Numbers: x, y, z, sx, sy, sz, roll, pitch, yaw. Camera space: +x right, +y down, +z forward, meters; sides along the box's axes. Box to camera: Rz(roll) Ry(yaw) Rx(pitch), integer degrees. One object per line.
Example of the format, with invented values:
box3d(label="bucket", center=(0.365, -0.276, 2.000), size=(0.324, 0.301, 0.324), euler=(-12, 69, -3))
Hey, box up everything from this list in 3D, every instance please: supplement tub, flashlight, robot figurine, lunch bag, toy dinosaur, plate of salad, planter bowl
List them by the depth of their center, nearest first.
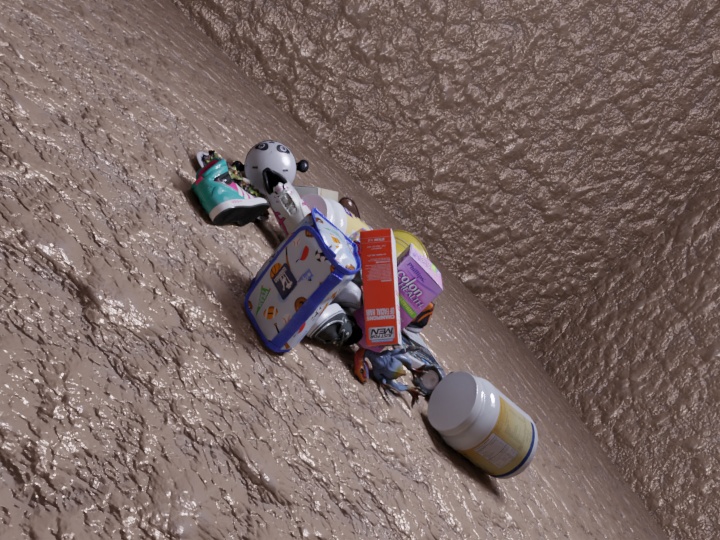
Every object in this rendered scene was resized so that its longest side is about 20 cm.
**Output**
box3d(label="lunch bag", center=(-0.088, 0.015, 0.982), size=(0.123, 0.170, 0.201), euler=(38, 14, -18))
box3d(label="toy dinosaur", center=(0.043, 0.190, 1.195), size=(0.180, 0.107, 0.199), euler=(28, -17, -26))
box3d(label="supplement tub", center=(0.237, 0.299, 1.250), size=(0.199, 0.144, 0.145), euler=(40, 13, -28))
box3d(label="plate of salad", center=(-0.262, -0.185, 1.357), size=(0.200, 0.048, 0.200), euler=(44, 12, -12))
box3d(label="supplement tub", center=(-0.064, -0.071, 1.431), size=(0.199, 0.145, 0.146), euler=(33, 17, -50))
box3d(label="flashlight", center=(0.186, 0.248, 1.439), size=(0.068, 0.068, 0.199), euler=(56, 15, 24))
box3d(label="robot figurine", center=(-0.210, -0.243, 1.502), size=(0.125, 0.150, 0.200), euler=(50, 2, -13))
box3d(label="planter bowl", center=(0.064, 0.002, 1.547), size=(0.083, 0.201, 0.201), euler=(1, 43, -54))

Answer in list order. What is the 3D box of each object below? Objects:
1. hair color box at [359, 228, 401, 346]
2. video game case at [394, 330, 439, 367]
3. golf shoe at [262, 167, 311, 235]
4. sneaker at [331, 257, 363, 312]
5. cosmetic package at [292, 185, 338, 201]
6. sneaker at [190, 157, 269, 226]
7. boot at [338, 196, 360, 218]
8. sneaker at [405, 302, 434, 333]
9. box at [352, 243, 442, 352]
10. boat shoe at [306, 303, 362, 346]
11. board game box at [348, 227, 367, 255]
box3d(label="hair color box", center=(0.038, 0.036, 1.174), size=(0.111, 0.062, 0.205), euler=(52, 33, -80))
box3d(label="video game case", center=(0.119, 0.178, 1.551), size=(0.199, 0.023, 0.183), euler=(35, 16, -48))
box3d(label="golf shoe", center=(-0.153, -0.133, 1.329), size=(0.201, 0.072, 0.092), euler=(52, -2, 37))
box3d(label="sneaker", center=(-0.029, 0.013, 1.209), size=(0.073, 0.118, 0.200), euler=(10, -10, -5))
box3d(label="cosmetic package", center=(-0.115, -0.153, 1.598), size=(0.071, 0.106, 0.200), euler=(5, 6, 11))
box3d(label="sneaker", center=(-0.250, -0.149, 1.204), size=(0.122, 0.083, 0.200), euler=(56, 13, 5))
box3d(label="boot", center=(-0.027, -0.073, 1.600), size=(0.200, 0.063, 0.190), euler=(-90, 173, -72))
box3d(label="sneaker", center=(0.083, 0.065, 1.479), size=(0.197, 0.113, 0.078), euler=(17, 29, -24))
box3d(label="box", center=(0.068, 0.058, 1.329), size=(0.097, 0.200, 0.176), euler=(43, 11, -3))
box3d(label="boat shoe", center=(-0.040, 0.102, 1.125), size=(0.057, 0.069, 0.200), euler=(48, 9, 14))
box3d(label="board game box", center=(0.000, 0.000, 1.375), size=(0.039, 0.159, 0.199), euler=(38, 6, 28))
